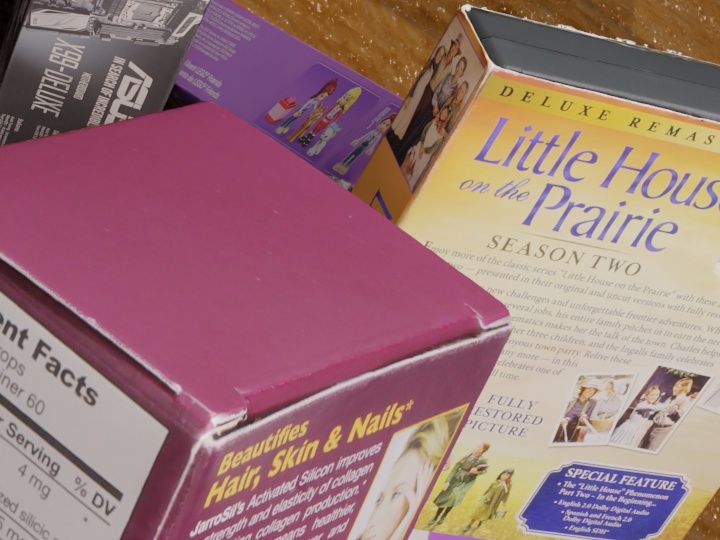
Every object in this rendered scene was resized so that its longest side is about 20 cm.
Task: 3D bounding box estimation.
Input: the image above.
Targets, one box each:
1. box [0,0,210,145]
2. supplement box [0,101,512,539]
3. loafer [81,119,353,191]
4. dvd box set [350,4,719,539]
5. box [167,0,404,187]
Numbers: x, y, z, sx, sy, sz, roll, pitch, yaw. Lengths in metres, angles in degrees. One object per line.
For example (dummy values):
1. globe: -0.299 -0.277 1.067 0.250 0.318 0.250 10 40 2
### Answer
1. box: -0.073 -0.099 0.878 0.050 0.200 0.158 18 56 -9
2. supplement box: -0.070 0.076 0.670 0.103 0.200 0.131 36 25 22
3. loafer: 0.000 0.000 0.794 0.200 0.070 0.075 27 38 -47
4. dvd box set: 0.043 0.029 0.761 0.146 0.200 0.029 9 37 -31
5. box: 0.006 -0.018 0.962 0.039 0.200 0.137 -44 119 -6
